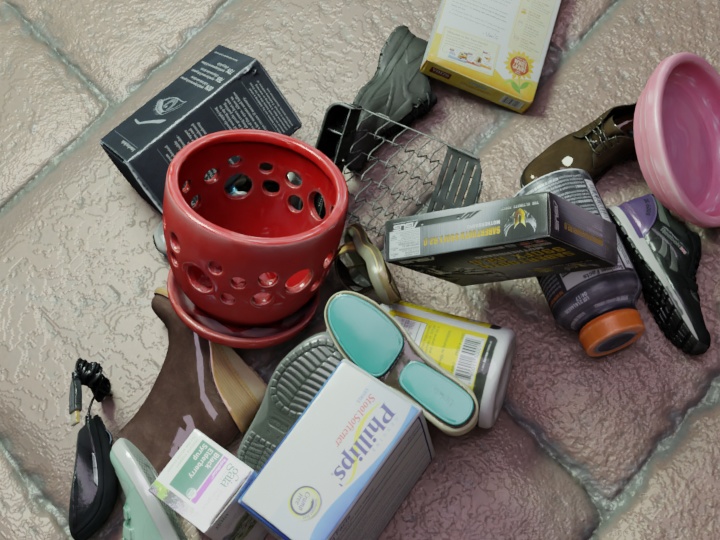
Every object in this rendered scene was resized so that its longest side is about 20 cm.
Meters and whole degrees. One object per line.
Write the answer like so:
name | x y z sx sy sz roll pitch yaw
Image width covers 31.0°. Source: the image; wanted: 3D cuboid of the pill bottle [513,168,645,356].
pill bottle | 0.249 -0.006 1.467 0.106 0.106 0.201 -20 67 0

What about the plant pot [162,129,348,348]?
plant pot | -0.122 -0.031 1.450 0.199 0.183 0.201 6 44 -6

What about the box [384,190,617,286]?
box | 0.149 -0.029 1.379 0.199 0.158 0.049 -8 74 35

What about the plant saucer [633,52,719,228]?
plant saucer | 0.371 -0.145 1.479 0.051 0.200 0.202 -13 61 43

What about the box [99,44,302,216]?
box | -0.194 -0.164 1.560 0.200 0.104 0.148 -40 27 -7

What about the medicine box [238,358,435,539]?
medicine box | -0.018 0.217 1.363 0.103 0.200 0.182 32 76 19

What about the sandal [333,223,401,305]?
sandal | 0.000 0.000 1.457 0.054 0.200 0.081 -29 106 -1

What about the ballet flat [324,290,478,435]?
ballet flat | 0.042 0.100 1.361 0.200 0.070 0.069 43 79 13

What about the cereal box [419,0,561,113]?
cereal box | 0.168 -0.311 1.613 0.143 0.040 0.201 21 70 -8

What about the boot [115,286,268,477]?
boot | -0.220 0.132 1.495 0.166 0.072 0.200 -41 72 -11

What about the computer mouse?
computer mouse | -0.295 0.197 1.446 0.046 0.141 0.201 2 68 1

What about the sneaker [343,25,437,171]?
sneaker | 0.042 -0.205 1.598 0.090 0.076 0.201 26 78 7

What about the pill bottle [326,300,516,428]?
pill bottle | 0.064 0.097 1.447 0.199 0.114 0.115 15 71 14

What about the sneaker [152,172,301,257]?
sneaker | -0.162 -0.079 1.566 0.199 0.087 0.075 -23 68 0

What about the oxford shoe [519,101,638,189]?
oxford shoe | 0.276 -0.151 1.534 0.199 0.084 0.073 -30 69 -3

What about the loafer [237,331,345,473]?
loafer | -0.069 0.141 1.430 0.075 0.070 0.200 37 113 2

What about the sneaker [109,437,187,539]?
sneaker | -0.256 0.291 1.412 0.118 0.074 0.201 -25 89 0

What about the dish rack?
dish rack | 0.039 -0.099 1.524 0.199 0.055 0.154 24 115 15

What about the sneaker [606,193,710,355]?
sneaker | 0.359 -0.004 1.470 0.087 0.076 0.201 -22 67 -8

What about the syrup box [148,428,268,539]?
syrup box | -0.147 0.241 1.372 0.081 0.200 0.079 33 77 19
